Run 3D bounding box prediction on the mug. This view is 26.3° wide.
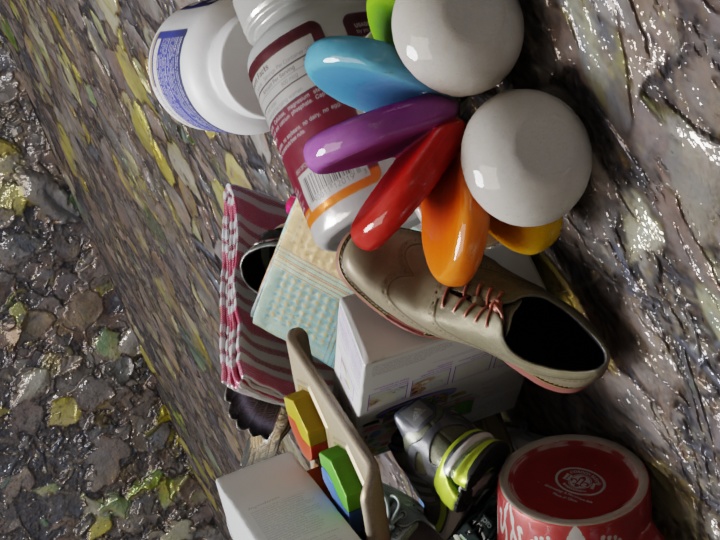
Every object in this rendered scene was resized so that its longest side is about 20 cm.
[{"bbox_3d":[0.179,0.231,1.127,0.134,0.176,0.201,-79,-16,-61],"label":"mug"}]

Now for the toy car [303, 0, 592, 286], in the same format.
[{"bbox_3d":[0.038,-0.085,0.972,0.201,0.149,0.175,62,165,1],"label":"toy car"}]

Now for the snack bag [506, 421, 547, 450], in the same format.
[{"bbox_3d":[0.172,0.214,1.278,0.190,0.021,0.200,65,164,-9],"label":"snack bag"}]

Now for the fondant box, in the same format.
[{"bbox_3d":[0.055,0.065,1.162,0.200,0.143,0.059,95,155,-62],"label":"fondant box"}]

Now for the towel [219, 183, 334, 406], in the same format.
[{"bbox_3d":[-0.060,0.027,1.388,0.030,0.146,0.202,-27,55,43],"label":"towel"}]

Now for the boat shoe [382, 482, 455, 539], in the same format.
[{"bbox_3d":[0.053,0.251,1.353,0.202,0.075,0.065,41,167,2],"label":"boat shoe"}]

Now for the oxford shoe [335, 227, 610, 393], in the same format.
[{"bbox_3d":[0.079,0.018,1.030,0.199,0.071,0.075,22,172,-2],"label":"oxford shoe"}]

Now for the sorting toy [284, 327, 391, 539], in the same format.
[{"bbox_3d":[-0.018,0.170,1.209,0.200,0.036,0.186,-121,17,-51],"label":"sorting toy"}]

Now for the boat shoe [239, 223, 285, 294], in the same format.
[{"bbox_3d":[-0.010,0.006,1.298,0.200,0.063,0.074,10,119,30],"label":"boat shoe"}]

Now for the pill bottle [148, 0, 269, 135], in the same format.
[{"bbox_3d":[-0.106,-0.178,1.337,0.120,0.119,0.200,67,164,-15],"label":"pill bottle"}]

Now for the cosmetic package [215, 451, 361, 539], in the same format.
[{"bbox_3d":[-0.043,0.226,1.180,0.200,0.074,0.102,-138,31,-64],"label":"cosmetic package"}]

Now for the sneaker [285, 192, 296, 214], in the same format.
[{"bbox_3d":[-0.004,0.003,1.392,0.201,0.074,0.081,66,164,-16],"label":"sneaker"}]

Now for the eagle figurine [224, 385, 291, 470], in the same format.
[{"bbox_3d":[-0.054,0.097,1.475,0.153,0.199,0.151,66,165,-14],"label":"eagle figurine"}]

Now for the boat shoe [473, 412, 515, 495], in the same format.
[{"bbox_3d":[0.067,0.102,1.302,0.072,0.071,0.201,101,149,-69],"label":"boat shoe"}]

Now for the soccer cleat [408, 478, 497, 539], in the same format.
[{"bbox_3d":[0.109,0.216,1.356,0.200,0.067,0.081,52,177,-33],"label":"soccer cleat"}]

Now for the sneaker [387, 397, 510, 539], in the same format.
[{"bbox_3d":[0.064,0.144,1.167,0.081,0.074,0.200,42,163,16],"label":"sneaker"}]

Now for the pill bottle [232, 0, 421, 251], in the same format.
[{"bbox_3d":[-0.016,-0.126,1.126,0.114,0.113,0.201,120,130,-72],"label":"pill bottle"}]

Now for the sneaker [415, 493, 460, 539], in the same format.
[{"bbox_3d":[0.081,0.206,1.449,0.089,0.078,0.201,43,155,45],"label":"sneaker"}]

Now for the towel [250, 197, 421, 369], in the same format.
[{"bbox_3d":[0.000,0.000,1.236,0.146,0.022,0.201,30,128,10],"label":"towel"}]
